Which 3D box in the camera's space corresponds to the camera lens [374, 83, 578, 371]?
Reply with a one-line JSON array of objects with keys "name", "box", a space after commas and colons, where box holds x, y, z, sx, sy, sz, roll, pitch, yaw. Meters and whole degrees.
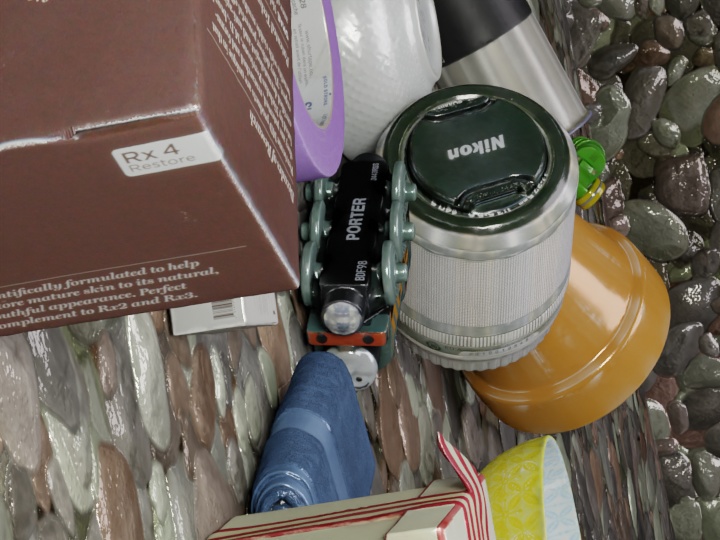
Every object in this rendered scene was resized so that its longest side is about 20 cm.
[{"name": "camera lens", "box": [0.089, -0.035, 2.148, 0.201, 0.159, 0.161, 89, 0, -54]}]

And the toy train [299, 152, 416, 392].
[{"name": "toy train", "box": [0.000, 0.000, 1.972, 0.201, 0.084, 0.115, -82, 169, -55]}]

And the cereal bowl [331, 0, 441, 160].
[{"name": "cereal bowl", "box": [0.015, -0.192, 2.175, 0.200, 0.083, 0.202, -9, 90, -79]}]

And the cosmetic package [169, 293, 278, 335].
[{"name": "cosmetic package", "box": [-0.095, -0.063, 1.626, 0.083, 0.050, 0.202, 4, 77, -76]}]

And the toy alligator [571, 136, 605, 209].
[{"name": "toy alligator", "box": [0.189, -0.098, 2.470, 0.059, 0.054, 0.200, 41, 0, -10]}]

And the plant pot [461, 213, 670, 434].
[{"name": "plant pot", "box": [0.152, 0.015, 2.453, 0.183, 0.199, 0.201, 48, 32, -41]}]

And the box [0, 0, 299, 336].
[{"name": "box", "box": [-0.127, -0.102, 1.223, 0.164, 0.165, 0.201, 61, 23, -60]}]

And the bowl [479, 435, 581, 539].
[{"name": "bowl", "box": [0.123, 0.245, 2.286, 0.200, 0.107, 0.202, -10, 90, -78]}]

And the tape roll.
[{"name": "tape roll", "box": [-0.066, -0.156, 1.804, 0.200, 0.065, 0.202, -9, 90, -79]}]

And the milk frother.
[{"name": "milk frother", "box": [0.149, -0.220, 2.472, 0.189, 0.199, 0.181, 60, 2, -11]}]

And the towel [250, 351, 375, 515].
[{"name": "towel", "box": [-0.034, 0.140, 1.770, 0.200, 0.048, 0.112, -72, 150, -64]}]

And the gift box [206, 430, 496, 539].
[{"name": "gift box", "box": [0.006, 0.207, 1.570, 0.185, 0.185, 0.202, -50, 130, -75]}]
